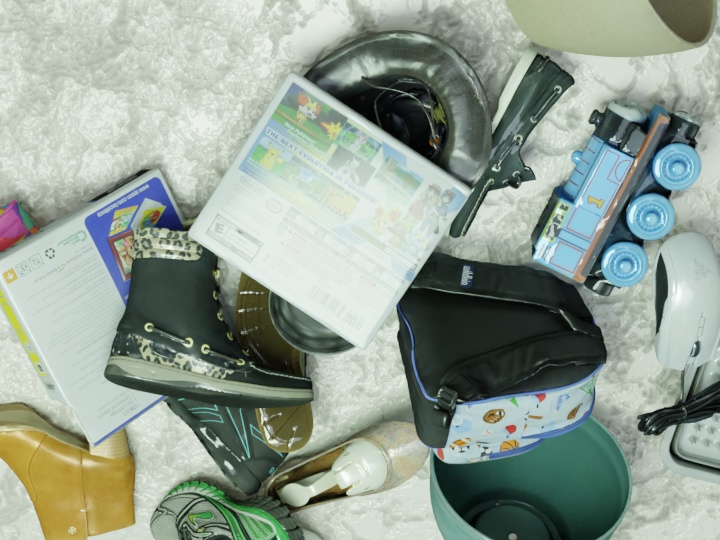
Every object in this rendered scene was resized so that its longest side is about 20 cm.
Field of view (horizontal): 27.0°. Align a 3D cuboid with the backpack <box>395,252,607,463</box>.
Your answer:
[{"bbox_3d":[0.137,0.091,1.454,0.190,0.200,0.154,-9,139,-4],"label":"backpack"}]

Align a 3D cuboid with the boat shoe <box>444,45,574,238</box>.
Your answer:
[{"bbox_3d":[0.144,-0.112,1.443,0.066,0.075,0.200,26,97,4],"label":"boat shoe"}]

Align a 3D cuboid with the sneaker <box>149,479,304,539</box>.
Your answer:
[{"bbox_3d":[-0.153,0.267,1.522,0.200,0.085,0.078,-4,118,47],"label":"sneaker"}]

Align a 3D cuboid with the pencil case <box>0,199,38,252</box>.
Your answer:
[{"bbox_3d":[-0.313,0.028,1.481,0.088,0.088,0.200,-32,104,9],"label":"pencil case"}]

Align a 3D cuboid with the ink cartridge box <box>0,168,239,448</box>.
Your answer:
[{"bbox_3d":[-0.235,0.034,1.448,0.198,0.047,0.200,-34,110,-32],"label":"ink cartridge box"}]

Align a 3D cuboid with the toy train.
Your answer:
[{"bbox_3d":[0.247,-0.073,1.452,0.114,0.087,0.200,25,106,-2],"label":"toy train"}]

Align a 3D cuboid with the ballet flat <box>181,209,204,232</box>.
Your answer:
[{"bbox_3d":[-0.073,-0.059,1.467,0.200,0.072,0.072,1,108,-5],"label":"ballet flat"}]

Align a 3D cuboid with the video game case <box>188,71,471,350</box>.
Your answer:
[{"bbox_3d":[-0.029,-0.054,1.389,0.200,0.022,0.182,33,101,-2],"label":"video game case"}]

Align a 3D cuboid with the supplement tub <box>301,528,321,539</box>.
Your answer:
[{"bbox_3d":[-0.103,0.379,1.563,0.200,0.144,0.144,-37,105,11],"label":"supplement tub"}]

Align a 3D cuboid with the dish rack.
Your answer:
[{"bbox_3d":[0.407,0.127,1.538,0.171,0.044,0.200,14,107,-6],"label":"dish rack"}]

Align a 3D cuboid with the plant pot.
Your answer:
[{"bbox_3d":[0.160,0.240,1.510,0.200,0.200,0.134,6,134,-2],"label":"plant pot"}]

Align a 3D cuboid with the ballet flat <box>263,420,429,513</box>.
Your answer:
[{"bbox_3d":[-0.019,0.206,1.507,0.200,0.067,0.068,-27,89,35],"label":"ballet flat"}]

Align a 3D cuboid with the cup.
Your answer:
[{"bbox_3d":[0.210,-0.272,1.347,0.143,0.200,0.200,-18,110,35],"label":"cup"}]

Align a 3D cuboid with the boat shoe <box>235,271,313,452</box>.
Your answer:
[{"bbox_3d":[-0.089,0.081,1.500,0.073,0.065,0.200,-3,84,-11],"label":"boat shoe"}]

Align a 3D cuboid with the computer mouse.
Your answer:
[{"bbox_3d":[0.320,0.062,1.461,0.110,0.044,0.200,-9,108,-14],"label":"computer mouse"}]

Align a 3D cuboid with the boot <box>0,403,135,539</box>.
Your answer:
[{"bbox_3d":[-0.333,0.213,1.545,0.201,0.071,0.144,-1,105,-5],"label":"boot"}]

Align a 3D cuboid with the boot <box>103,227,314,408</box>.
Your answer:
[{"bbox_3d":[-0.134,0.047,1.426,0.203,0.073,0.154,11,73,-20],"label":"boot"}]

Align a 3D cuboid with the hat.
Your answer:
[{"bbox_3d":[0.028,-0.132,1.427,0.200,0.081,0.201,1,99,7],"label":"hat"}]

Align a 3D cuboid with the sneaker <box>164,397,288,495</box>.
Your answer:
[{"bbox_3d":[-0.148,0.135,1.532,0.079,0.075,0.200,-39,110,-4],"label":"sneaker"}]

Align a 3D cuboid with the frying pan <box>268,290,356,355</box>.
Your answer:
[{"bbox_3d":[-0.016,-0.005,1.444,0.115,0.031,0.190,22,106,-15],"label":"frying pan"}]
